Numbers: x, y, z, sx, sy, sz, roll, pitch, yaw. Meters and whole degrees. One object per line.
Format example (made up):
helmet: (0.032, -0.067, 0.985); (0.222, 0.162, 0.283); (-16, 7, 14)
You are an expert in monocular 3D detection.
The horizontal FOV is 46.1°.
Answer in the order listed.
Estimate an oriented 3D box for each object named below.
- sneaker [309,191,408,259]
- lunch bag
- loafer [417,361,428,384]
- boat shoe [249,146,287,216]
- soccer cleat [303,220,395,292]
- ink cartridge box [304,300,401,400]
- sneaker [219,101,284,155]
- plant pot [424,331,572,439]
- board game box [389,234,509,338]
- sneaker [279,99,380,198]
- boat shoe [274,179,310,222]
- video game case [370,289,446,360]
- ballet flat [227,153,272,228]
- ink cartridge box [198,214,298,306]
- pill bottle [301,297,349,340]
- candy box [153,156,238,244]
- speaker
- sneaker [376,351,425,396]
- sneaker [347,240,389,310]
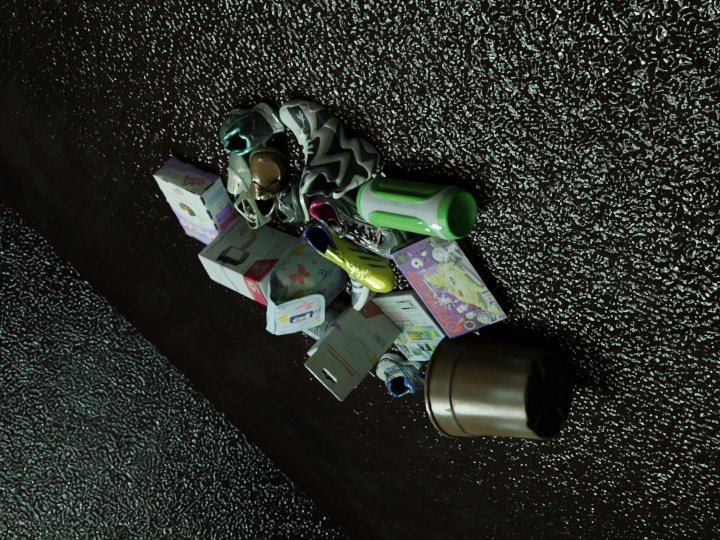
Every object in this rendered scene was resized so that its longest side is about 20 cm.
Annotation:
sneaker: (-0.003, -0.074, 1.496); (0.200, 0.075, 0.081); (30, 121, 23)
lunch bag: (-0.113, 0.034, 1.716); (0.127, 0.200, 0.170); (36, 154, 13)
loafer: (0.210, 0.242, 1.745); (0.200, 0.068, 0.070); (20, 166, 36)
boat shoe: (-0.176, -0.166, 1.616); (0.072, 0.068, 0.200); (1, 160, -2)
soccer cleat: (-0.024, -0.021, 1.533); (0.200, 0.084, 0.065); (39, 112, 24)
ink cartridge box: (-0.025, 0.162, 1.737); (0.116, 0.200, 0.067); (46, 155, -6)
sneaker: (-0.223, -0.249, 1.550); (0.078, 0.091, 0.200); (51, 154, -17)
plant pot: (0.250, 0.210, 1.490); (0.198, 0.200, 0.200); (2, 134, 45)
board game box: (0.153, 0.020, 1.443); (0.120, 0.032, 0.200); (-22, 116, 35)
sneaker: (-0.081, -0.190, 1.389); (0.199, 0.130, 0.080); (39, 154, 8)
boat shoe: (-0.125, -0.124, 1.563); (0.200, 0.067, 0.072); (145, 123, -82)
video game case: (0.107, 0.116, 1.737); (0.182, 0.022, 0.200); (51, 153, -17)
ballet flat: (-0.238, -0.162, 1.739); (0.067, 0.064, 0.200); (38, 159, 40)
ink cartridge box: (-0.234, -0.025, 1.862); (0.200, 0.148, 0.086); (23, 149, 35)
pill bottle: (-0.100, 0.095, 1.909); (0.200, 0.106, 0.106); (28, 152, 29)
candy box: (-0.364, -0.147, 1.949); (0.167, 0.072, 0.200); (25, 151, 33)
speaker: (0.086, -0.101, 1.341); (0.200, 0.088, 0.089); (14, 143, 46)
sneaker: (0.081, 0.237, 1.895); (0.077, 0.085, 0.200); (49, 155, -14)
sneaker: (0.000, 0.000, 1.651); (0.084, 0.075, 0.200); (35, 145, 12)
